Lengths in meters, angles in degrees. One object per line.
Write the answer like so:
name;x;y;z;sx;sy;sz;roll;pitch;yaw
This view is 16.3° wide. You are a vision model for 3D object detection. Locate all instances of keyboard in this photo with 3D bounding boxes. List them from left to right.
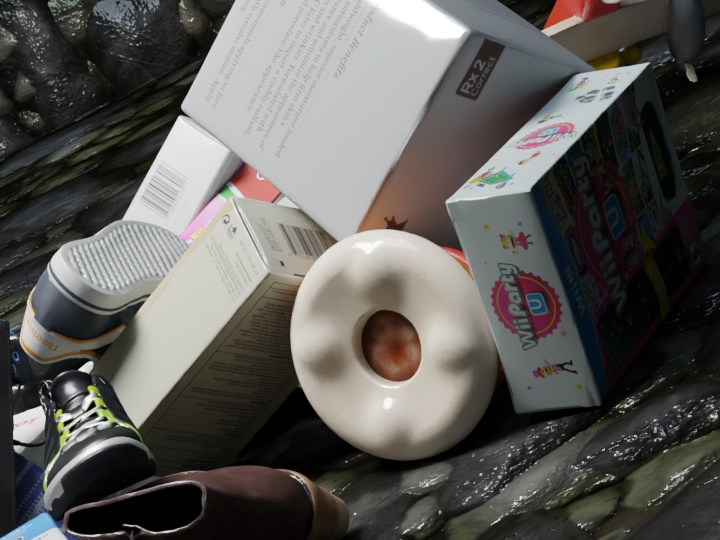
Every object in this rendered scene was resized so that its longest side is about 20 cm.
keyboard;-0.241;0.112;1.637;0.021;0.127;0.200;-52;35;42

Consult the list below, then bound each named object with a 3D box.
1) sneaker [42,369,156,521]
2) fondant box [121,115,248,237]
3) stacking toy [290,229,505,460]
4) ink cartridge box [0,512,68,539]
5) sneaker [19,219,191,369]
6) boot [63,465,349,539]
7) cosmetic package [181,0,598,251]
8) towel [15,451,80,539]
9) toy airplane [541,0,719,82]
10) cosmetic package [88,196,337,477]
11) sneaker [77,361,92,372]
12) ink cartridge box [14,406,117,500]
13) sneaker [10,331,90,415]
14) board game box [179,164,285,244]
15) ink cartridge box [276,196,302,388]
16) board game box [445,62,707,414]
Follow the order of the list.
sneaker;-0.176;0.104;1.562;0.072;0.083;0.200;-26;-2;-8
fondant box;-0.108;-0.031;1.956;0.144;0.058;0.200;-60;-25;7
stacking toy;0.060;0.032;1.628;0.146;0.146;0.200;-19;1;32
ink cartridge box;-0.209;0.229;1.453;0.145;0.084;0.200;-30;14;-11
sneaker;-0.174;0.018;1.741;0.079;0.078;0.200;-54;-16;18
boot;-0.123;0.146;1.480;0.200;0.072;0.166;-11;-14;31
cosmetic package;0.023;-0.118;1.693;0.165;0.200;0.165;12;-67;-49
towel;-0.269;0.154;1.611;0.024;0.200;0.145;-51;6;40
toy airplane;0.199;-0.187;2.089;0.200;0.141;0.199;-37;-23;20
cosmetic package;-0.091;0.049;1.671;0.103;0.073;0.200;11;-49;-44
sneaker;-0.139;0.095;1.823;0.200;0.081;0.077;-13;18;41
ink cartridge box;-0.281;0.185;1.724;0.146;0.083;0.200;-18;17;35
sneaker;-0.291;0.112;1.985;0.200;0.112;0.073;-34;14;-24
board game box;-0.064;-0.029;1.921;0.040;0.153;0.200;33;71;24
ink cartridge box;0.000;0.000;1.801;0.146;0.083;0.200;12;33;29
board game box;0.140;-0.022;1.568;0.064;0.148;0.200;-7;23;33
